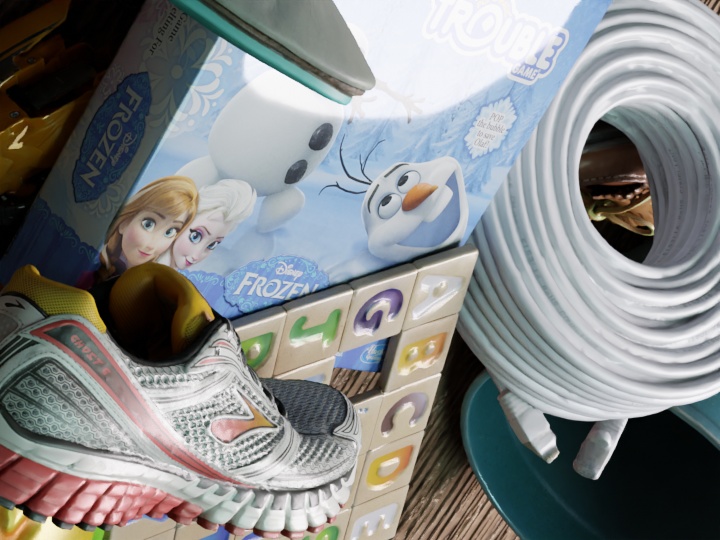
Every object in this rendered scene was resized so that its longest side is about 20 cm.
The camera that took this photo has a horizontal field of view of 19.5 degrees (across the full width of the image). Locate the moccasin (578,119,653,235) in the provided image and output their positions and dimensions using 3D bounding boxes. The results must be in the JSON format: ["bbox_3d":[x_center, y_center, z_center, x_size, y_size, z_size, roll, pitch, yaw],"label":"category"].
[{"bbox_3d":[0.139,-0.052,1.067,0.201,0.074,0.078,-9,117,-58],"label":"moccasin"}]

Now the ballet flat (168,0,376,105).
[{"bbox_3d":[-0.074,-0.122,0.645,0.064,0.200,0.067,-62,-173,5],"label":"ballet flat"}]

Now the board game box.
[{"bbox_3d":[-0.011,-0.059,0.785,0.200,0.043,0.199,10,115,-52],"label":"board game box"}]

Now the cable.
[{"bbox_3d":[0.112,-0.034,0.933,0.200,0.069,0.200,-46,108,-30],"label":"cable"}]

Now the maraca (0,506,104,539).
[{"bbox_3d":[-0.188,0.080,0.760,0.200,0.107,0.137,25,122,-30],"label":"maraca"}]

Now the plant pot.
[{"bbox_3d":[0.189,0.063,1.142,0.188,0.200,0.200,-48,151,-32],"label":"plant pot"}]

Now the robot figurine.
[{"bbox_3d":[-0.089,-0.058,0.790,0.200,0.058,0.145,-33,144,-25],"label":"robot figurine"}]

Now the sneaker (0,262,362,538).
[{"bbox_3d":[-0.058,0.044,0.720,0.200,0.078,0.082,12,100,-58],"label":"sneaker"}]

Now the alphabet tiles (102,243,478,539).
[{"bbox_3d":[-0.036,0.089,0.863,0.167,0.008,0.200,-18,137,-37],"label":"alphabet tiles"}]
